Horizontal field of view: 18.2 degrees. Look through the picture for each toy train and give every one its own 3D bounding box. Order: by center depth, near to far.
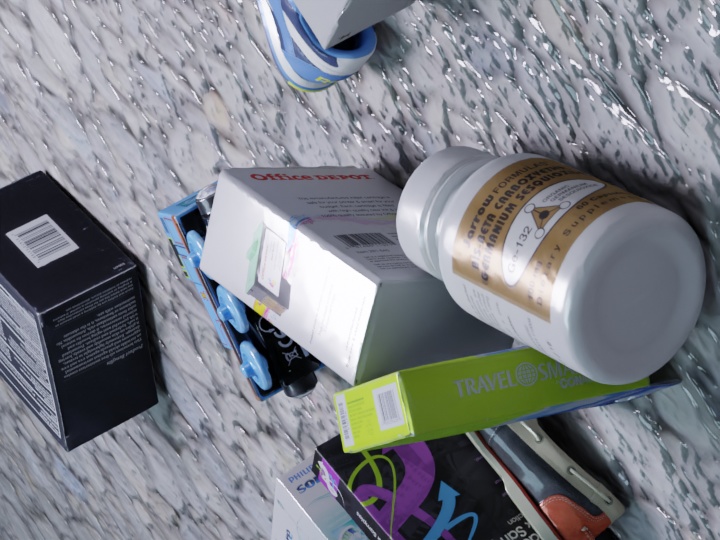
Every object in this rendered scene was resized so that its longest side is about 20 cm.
[{"bbox_3d":[-0.096,0.016,1.920,0.201,0.086,0.114,65,165,-14],"label":"toy train"}]

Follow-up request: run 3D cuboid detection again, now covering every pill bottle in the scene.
[{"bbox_3d":[0.115,-0.012,1.434,0.200,0.114,0.115,28,140,50],"label":"pill bottle"}]

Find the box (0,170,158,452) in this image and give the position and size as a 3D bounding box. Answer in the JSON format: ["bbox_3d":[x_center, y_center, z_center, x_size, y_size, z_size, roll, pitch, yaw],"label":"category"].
[{"bbox_3d":[-0.316,0.040,2.315,0.200,0.123,0.199,42,149,39],"label":"box"}]

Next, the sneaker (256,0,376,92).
[{"bbox_3d":[-0.048,-0.223,1.583,0.082,0.074,0.200,-1,123,61],"label":"sneaker"}]

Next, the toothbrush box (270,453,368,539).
[{"bbox_3d":[0.010,0.269,1.975,0.200,0.085,0.147,47,153,26],"label":"toothbrush box"}]

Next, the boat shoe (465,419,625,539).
[{"bbox_3d":[0.113,0.118,1.645,0.200,0.062,0.071,54,-179,20],"label":"boat shoe"}]

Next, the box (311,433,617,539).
[{"bbox_3d":[0.079,0.177,1.674,0.200,0.143,0.036,48,152,25],"label":"box"}]

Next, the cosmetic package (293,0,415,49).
[{"bbox_3d":[-0.034,-0.264,1.490,0.200,0.085,0.108,57,156,7],"label":"cosmetic package"}]

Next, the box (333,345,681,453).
[{"bbox_3d":[0.096,0.079,1.490,0.122,0.199,0.048,155,105,-66],"label":"box"}]

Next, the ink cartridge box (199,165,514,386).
[{"bbox_3d":[0.000,0.000,1.613,0.200,0.144,0.084,35,118,44],"label":"ink cartridge box"}]
